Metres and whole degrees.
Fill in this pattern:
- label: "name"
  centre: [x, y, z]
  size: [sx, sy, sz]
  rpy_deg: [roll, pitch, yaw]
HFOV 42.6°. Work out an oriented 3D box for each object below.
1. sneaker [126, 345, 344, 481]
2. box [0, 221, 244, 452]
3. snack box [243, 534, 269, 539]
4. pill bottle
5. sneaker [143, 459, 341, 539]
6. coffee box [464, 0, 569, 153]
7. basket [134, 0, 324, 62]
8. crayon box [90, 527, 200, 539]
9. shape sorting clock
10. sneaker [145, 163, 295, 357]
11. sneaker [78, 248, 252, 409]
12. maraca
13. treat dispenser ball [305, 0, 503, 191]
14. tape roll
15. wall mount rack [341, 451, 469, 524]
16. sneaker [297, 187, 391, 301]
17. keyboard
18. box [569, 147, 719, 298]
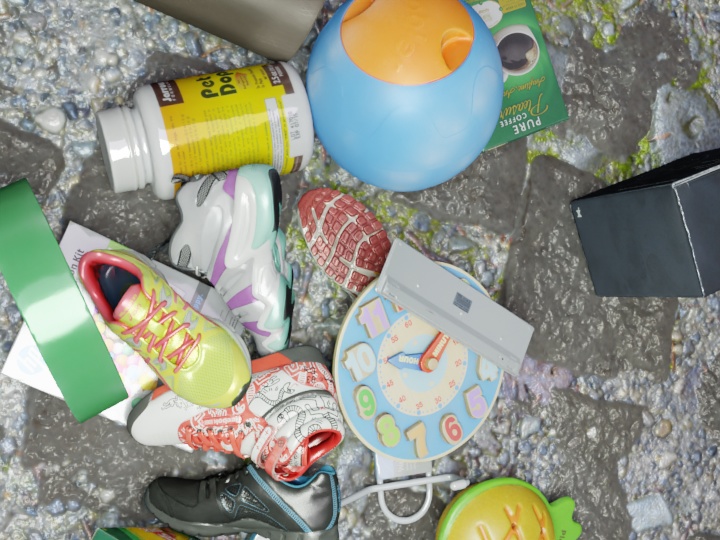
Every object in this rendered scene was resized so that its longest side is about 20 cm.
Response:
- label: "sneaker"
  centre: [-0.112, 0.147, 0.853]
  size: [0.197, 0.068, 0.109]
  rpy_deg: [-17, 52, -11]
- label: "box"
  centre: [-0.225, 0.066, 0.907]
  size: [0.197, 0.041, 0.159]
  rpy_deg: [26, 80, -15]
- label: "snack box"
  centre: [-0.052, 0.358, 0.956]
  size: [0.198, 0.037, 0.118]
  rpy_deg: [33, 80, -14]
- label: "pill bottle"
  centre: [-0.151, -0.134, 0.902]
  size: [0.196, 0.109, 0.112]
  rpy_deg: [-14, 93, -19]
- label: "sneaker"
  centre: [-0.113, 0.215, 0.898]
  size: [0.195, 0.073, 0.084]
  rpy_deg: [7, 97, 5]
- label: "coffee box"
  centre: [0.147, -0.244, 1.039]
  size: [0.121, 0.044, 0.204]
  rpy_deg: [-22, 95, -17]
- label: "basket"
  centre: [-0.135, -0.302, 0.903]
  size: [0.197, 0.136, 0.183]
  rpy_deg: [26, 53, -22]
- label: "crayon box"
  centre: [-0.135, 0.291, 0.816]
  size: [0.170, 0.200, 0.059]
  rpy_deg: [24, 80, 14]
- label: "shape sorting clock"
  centre: [0.063, 0.092, 0.925]
  size: [0.196, 0.039, 0.205]
  rpy_deg: [-1, 92, -24]
- label: "sneaker"
  centre: [-0.137, -0.003, 0.886]
  size: [0.136, 0.078, 0.205]
  rpy_deg: [-2, 112, 6]
- label: "sneaker"
  centre: [-0.180, 0.050, 0.814]
  size: [0.199, 0.090, 0.079]
  rpy_deg: [37, 88, 19]
- label: "maraca"
  centre: [0.162, 0.293, 0.997]
  size: [0.197, 0.107, 0.140]
  rpy_deg: [15, 96, -31]
- label: "treat dispenser ball"
  centre: [0.043, -0.182, 0.920]
  size: [0.196, 0.200, 0.206]
  rpy_deg: [1, 88, -18]
- label: "tape roll"
  centre: [-0.257, 0.026, 0.772]
  size: [0.047, 0.200, 0.204]
  rpy_deg: [-26, 96, -17]
- label: "wall mount rack"
  centre: [0.025, 0.174, 0.969]
  size: [0.170, 0.074, 0.205]
  rpy_deg: [-5, 89, -17]
- label: "sneaker"
  centre: [0.000, 0.000, 0.958]
  size: [0.078, 0.082, 0.201]
  rpy_deg: [-45, 110, -15]
- label: "keyboard"
  centre: [0.098, 0.039, 0.920]
  size: [0.198, 0.011, 0.057]
  rpy_deg: [32, 68, -28]
- label: "box"
  centre: [0.375, -0.059, 1.027]
  size: [0.193, 0.200, 0.127]
  rpy_deg: [-18, 95, -17]
